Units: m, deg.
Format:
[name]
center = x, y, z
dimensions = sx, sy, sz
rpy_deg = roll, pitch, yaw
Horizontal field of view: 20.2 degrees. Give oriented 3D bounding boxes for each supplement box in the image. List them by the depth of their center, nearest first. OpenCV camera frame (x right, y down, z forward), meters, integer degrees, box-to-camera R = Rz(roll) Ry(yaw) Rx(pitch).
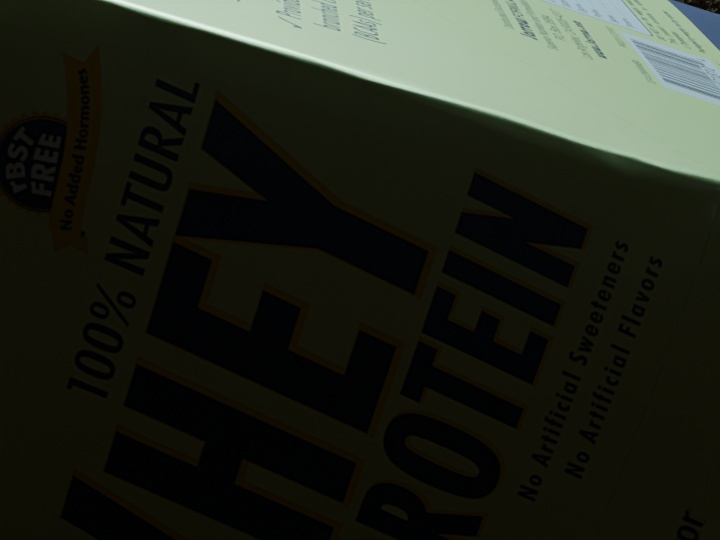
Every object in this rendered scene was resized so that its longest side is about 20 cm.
[supplement box]
center = -0.010, -0.002, 0.448
dimensions = 0.199, 0.134, 0.200
rpy_deg = 16, 18, -9
